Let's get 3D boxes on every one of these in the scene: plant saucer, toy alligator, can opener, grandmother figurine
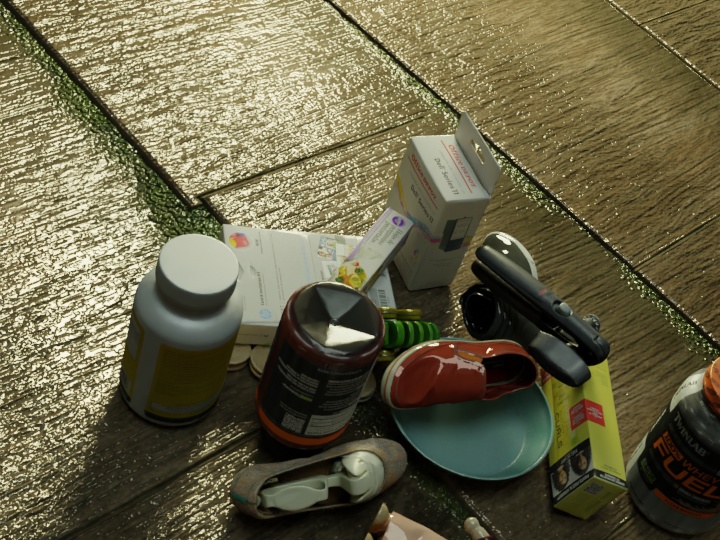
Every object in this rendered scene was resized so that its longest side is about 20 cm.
[{"bbox_3d":[0.121,0.164,1.403,0.199,0.036,0.201,11,45,-11],"label":"plant saucer"},{"bbox_3d":[0.027,0.070,1.356,0.199,0.054,0.060,5,83,-42],"label":"toy alligator"},{"bbox_3d":[0.204,0.042,1.415,0.078,0.064,0.200,-28,66,-37],"label":"can opener"},{"bbox_3d":[0.097,0.307,1.242,0.199,0.061,0.122,29,71,4],"label":"grandmother figurine"}]

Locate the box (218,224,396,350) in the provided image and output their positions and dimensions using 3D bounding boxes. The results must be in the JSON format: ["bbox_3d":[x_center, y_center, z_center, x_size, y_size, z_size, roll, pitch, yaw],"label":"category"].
[{"bbox_3d":[-0.062,0.021,1.445,0.199,0.041,0.156,5,46,-18],"label":"box"}]

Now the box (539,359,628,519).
[{"bbox_3d":[0.252,0.177,1.406,0.050,0.075,0.201,25,42,-21],"label":"box"}]

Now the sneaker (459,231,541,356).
[{"bbox_3d":[0.166,0.018,1.517,0.099,0.071,0.201,24,40,-36],"label":"sneaker"}]

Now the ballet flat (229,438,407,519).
[{"bbox_3d":[-0.033,0.220,1.260,0.199,0.069,0.067,-11,8,-21],"label":"ballet flat"}]

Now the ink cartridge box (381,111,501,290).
[{"bbox_3d":[0.093,-0.086,1.516,0.067,0.201,0.117,-6,49,-26],"label":"ink cartridge box"}]

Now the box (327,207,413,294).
[{"bbox_3d":[0.000,0.000,1.431,0.039,0.042,0.200,31,44,8],"label":"box"}]

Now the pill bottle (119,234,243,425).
[{"bbox_3d":[-0.182,0.061,1.267,0.111,0.201,0.112,11,45,-11],"label":"pill bottle"}]

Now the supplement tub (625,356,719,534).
[{"bbox_3d":[0.385,0.191,1.358,0.122,0.201,0.123,10,44,-10],"label":"supplement tub"}]

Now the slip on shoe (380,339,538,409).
[{"bbox_3d":[0.112,0.116,1.362,0.199,0.075,0.061,-5,15,-29],"label":"slip on shoe"}]

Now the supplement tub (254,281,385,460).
[{"bbox_3d":[-0.049,0.111,1.269,0.106,0.200,0.107,11,45,-12],"label":"supplement tub"}]

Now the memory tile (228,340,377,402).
[{"bbox_3d":[-0.072,0.076,1.429,0.199,0.017,0.154,16,44,-7],"label":"memory tile"}]
